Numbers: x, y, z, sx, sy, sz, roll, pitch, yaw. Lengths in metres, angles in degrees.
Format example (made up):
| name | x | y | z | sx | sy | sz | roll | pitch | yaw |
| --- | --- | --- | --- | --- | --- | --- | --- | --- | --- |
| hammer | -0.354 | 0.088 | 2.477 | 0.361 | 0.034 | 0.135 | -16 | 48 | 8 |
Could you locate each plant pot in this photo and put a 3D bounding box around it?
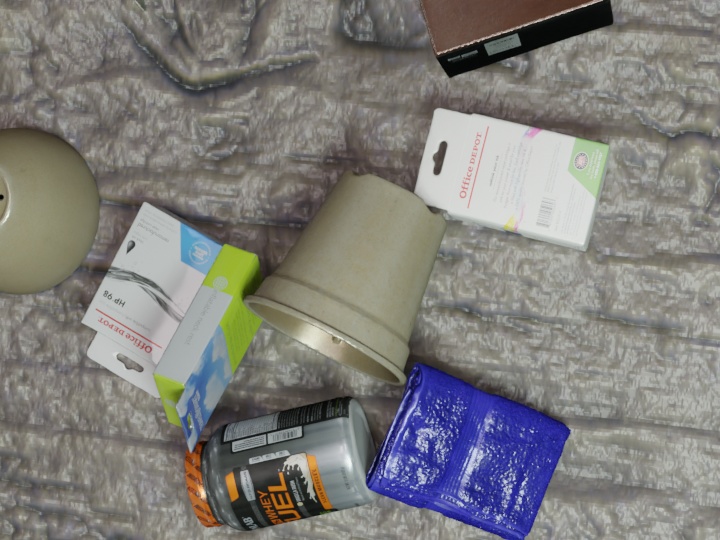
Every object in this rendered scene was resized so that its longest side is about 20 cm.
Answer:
| name | x | y | z | sx | sy | sz | roll | pitch | yaw |
| --- | --- | --- | --- | --- | --- | --- | --- | --- | --- |
| plant pot | 0.000 | 0.000 | 1.647 | 0.199 | 0.201 | 0.185 | 25 | 79 | 12 |
| plant pot | -0.423 | -0.077 | 1.754 | 0.198 | 0.134 | 0.202 | -1 | 85 | 11 |

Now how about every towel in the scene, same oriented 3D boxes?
| name | x | y | z | sx | sy | sz | roll | pitch | yaw |
| --- | --- | --- | --- | --- | --- | --- | --- | --- | --- |
| towel | 0.120 | 0.202 | 1.620 | 0.199 | 0.050 | 0.149 | 23 | 92 | -18 |

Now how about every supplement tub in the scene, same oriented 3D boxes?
| name | x | y | z | sx | sy | sz | roll | pitch | yaw |
| --- | --- | --- | --- | --- | --- | --- | --- | --- | --- |
| supplement tub | -0.088 | 0.220 | 1.669 | 0.198 | 0.122 | 0.124 | -15 | 83 | 11 |

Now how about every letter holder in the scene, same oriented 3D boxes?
| name | x | y | z | sx | sy | sz | roll | pitch | yaw |
| --- | --- | --- | --- | --- | --- | --- | --- | --- | --- |
| letter holder | 0.166 | -0.323 | 1.669 | 0.198 | 0.101 | 0.143 | -17 | 81 | 10 |

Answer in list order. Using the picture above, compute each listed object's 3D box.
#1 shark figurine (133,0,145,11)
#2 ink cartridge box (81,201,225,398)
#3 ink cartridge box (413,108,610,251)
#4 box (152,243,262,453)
| name | x | y | z | sx | sy | sz | roll | pitch | yaw |
| --- | --- | --- | --- | --- | --- | --- | --- | --- | --- |
| shark figurine | -0.206 | -0.395 | 1.759 | 0.213 | 0.089 | 0.129 | -12 | 82 | 9 |
| ink cartridge box | -0.241 | 0.037 | 1.742 | 0.115 | 0.067 | 0.201 | 28 | 92 | 12 |
| ink cartridge box | 0.168 | -0.103 | 1.667 | 0.198 | 0.067 | 0.118 | 15 | 89 | 11 |
| box | -0.168 | 0.086 | 1.657 | 0.047 | 0.122 | 0.201 | 19 | 62 | 15 |
